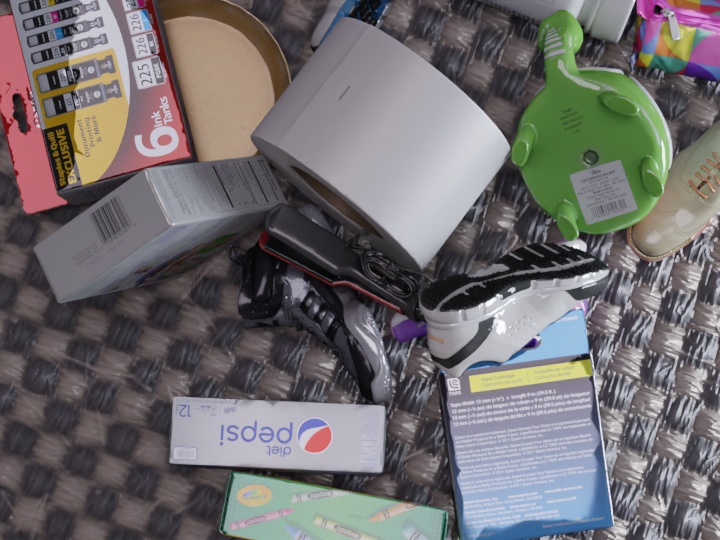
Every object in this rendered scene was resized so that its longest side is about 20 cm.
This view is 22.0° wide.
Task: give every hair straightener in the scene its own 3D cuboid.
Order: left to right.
[{"bbox_3d":[0.000,0.000,1.660,0.199,0.077,0.041,33,63,8],"label":"hair straightener"}]

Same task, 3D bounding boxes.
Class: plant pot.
[{"bbox_3d":[-0.163,-0.164,1.778,0.198,0.027,0.202,0,82,1],"label":"plant pot"}]

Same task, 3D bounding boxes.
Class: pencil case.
[{"bbox_3d":[0.350,-0.215,1.750,0.198,0.088,0.089,10,83,0],"label":"pencil case"}]

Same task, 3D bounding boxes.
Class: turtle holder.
[{"bbox_3d":[0.204,-0.129,1.705,0.185,0.132,0.141,41,115,-2],"label":"turtle holder"}]

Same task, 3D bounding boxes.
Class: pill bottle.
[{"bbox_3d":[0.167,-0.293,1.747,0.198,0.113,0.114,22,83,3],"label":"pill bottle"}]

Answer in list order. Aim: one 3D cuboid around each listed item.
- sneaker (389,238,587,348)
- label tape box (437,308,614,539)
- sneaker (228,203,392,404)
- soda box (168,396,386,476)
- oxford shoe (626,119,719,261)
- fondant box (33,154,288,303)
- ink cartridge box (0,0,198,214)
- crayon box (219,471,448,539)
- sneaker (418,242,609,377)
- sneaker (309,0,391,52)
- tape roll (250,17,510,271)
[{"bbox_3d":[0.127,0.039,1.727,0.198,0.080,0.089,-18,91,-3],"label":"sneaker"},{"bbox_3d":[0.148,0.144,1.708,0.142,0.066,0.202,-8,88,0],"label":"label tape box"},{"bbox_3d":[-0.049,0.047,1.729,0.113,0.076,0.201,-24,77,-2],"label":"sneaker"},{"bbox_3d":[-0.075,0.154,1.716,0.198,0.068,0.064,2,82,0],"label":"soda box"},{"bbox_3d":[0.324,-0.093,1.740,0.071,0.074,0.200,40,85,5],"label":"oxford shoe"},{"bbox_3d":[-0.175,-0.039,1.654,0.144,0.200,0.059,-32,81,27],"label":"fondant box"},{"bbox_3d":[-0.259,-0.170,1.725,0.174,0.084,0.202,-16,83,-1],"label":"ink cartridge box"},{"bbox_3d":[-0.023,0.228,1.681,0.198,0.119,0.059,10,83,2],"label":"crayon box"},{"bbox_3d":[0.137,0.033,1.654,0.198,0.074,0.081,-17,120,-26],"label":"sneaker"},{"bbox_3d":[-0.001,-0.296,1.779,0.086,0.075,0.201,30,81,17],"label":"sneaker"},{"bbox_3d":[0.018,-0.113,1.683,0.202,0.203,0.140,38,84,5],"label":"tape roll"}]
